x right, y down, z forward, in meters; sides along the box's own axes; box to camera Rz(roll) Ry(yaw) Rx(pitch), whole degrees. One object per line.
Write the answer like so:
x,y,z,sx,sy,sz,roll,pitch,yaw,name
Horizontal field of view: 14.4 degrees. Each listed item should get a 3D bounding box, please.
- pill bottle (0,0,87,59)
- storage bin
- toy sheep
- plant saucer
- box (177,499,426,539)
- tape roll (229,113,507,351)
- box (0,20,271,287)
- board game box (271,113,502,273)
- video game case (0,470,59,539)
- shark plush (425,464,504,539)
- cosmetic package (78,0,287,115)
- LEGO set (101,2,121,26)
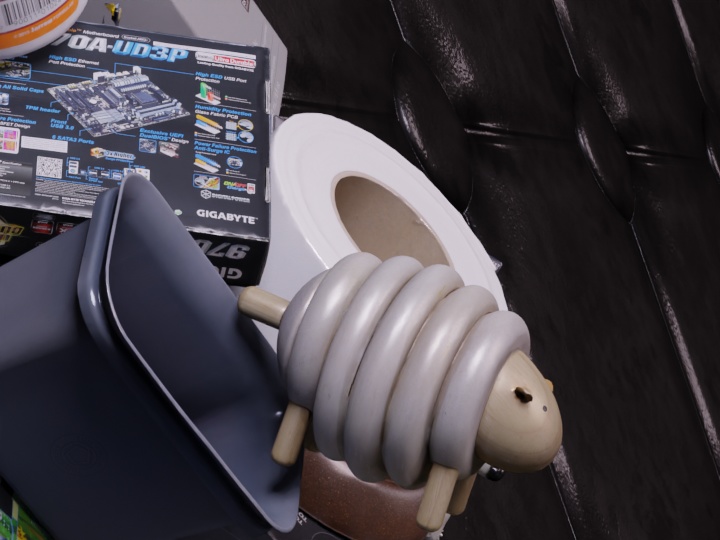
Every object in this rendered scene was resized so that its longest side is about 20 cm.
-0.222,-0.226,1.610,0.201,0.112,0.113,81,6,-46,pill bottle
-0.137,0.060,1.571,0.200,0.134,0.146,56,24,-33,storage bin
0.019,0.057,1.560,0.138,0.199,0.139,22,90,-77,toy sheep
-0.020,0.082,1.757,0.200,0.034,0.201,38,23,-19,plant saucer
-0.047,0.169,1.747,0.122,0.106,0.200,47,23,-1,box
0.000,0.000,1.780,0.202,0.071,0.203,35,28,-22,tape roll
-0.151,-0.075,1.670,0.046,0.199,0.160,109,-16,-47,box
-0.030,0.006,1.896,0.200,0.062,0.200,45,57,-17,board game box
-0.213,0.080,1.583,0.200,0.022,0.183,50,27,-41,video game case
0.028,0.103,2.005,0.084,0.090,0.201,108,-31,-49,shark plush
-0.136,-0.176,1.933,0.200,0.090,0.107,56,27,-37,cosmetic package
-0.152,-0.054,1.788,0.154,0.115,0.201,89,8,-52,LEGO set
